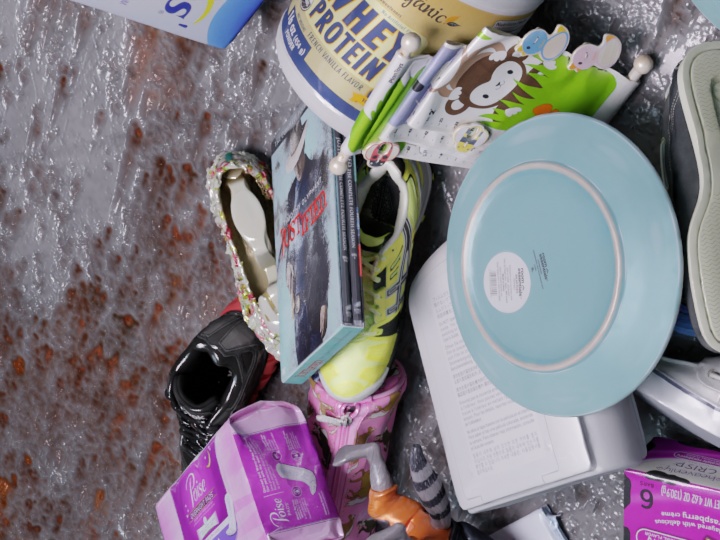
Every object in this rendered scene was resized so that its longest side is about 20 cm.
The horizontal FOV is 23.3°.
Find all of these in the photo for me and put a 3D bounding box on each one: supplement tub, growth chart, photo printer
[{"bbox_3d":[0.045,-0.196,1.200,0.145,0.144,0.200,47,127,13],"label":"supplement tub"},{"bbox_3d":[0.091,-0.112,1.187,0.145,0.198,0.018,117,147,-41],"label":"growth chart"},{"bbox_3d":[0.113,0.061,1.255,0.166,0.069,0.202,-29,72,51],"label":"photo printer"}]

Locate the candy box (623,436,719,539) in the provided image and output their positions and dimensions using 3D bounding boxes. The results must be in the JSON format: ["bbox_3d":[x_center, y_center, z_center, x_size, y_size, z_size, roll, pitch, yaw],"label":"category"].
[{"bbox_3d":[0.257,0.231,1.237,0.135,0.061,0.202,10,115,31],"label":"candy box"}]

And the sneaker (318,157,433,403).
[{"bbox_3d":[0.000,0.000,1.305,0.075,0.076,0.202,11,94,13],"label":"sneaker"}]

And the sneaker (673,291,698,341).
[{"bbox_3d":[0.280,0.004,1.154,0.198,0.075,0.079,-6,89,32],"label":"sneaker"}]

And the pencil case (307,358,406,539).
[{"bbox_3d":[-0.015,0.161,1.404,0.083,0.086,0.202,37,128,41],"label":"pencil case"}]

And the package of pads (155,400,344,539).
[{"bbox_3d":[-0.094,0.197,1.387,0.200,0.075,0.121,-50,56,52],"label":"package of pads"}]

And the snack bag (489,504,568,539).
[{"bbox_3d":[0.126,0.304,1.394,0.199,0.021,0.190,-33,84,39],"label":"snack bag"}]

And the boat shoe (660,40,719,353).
[{"bbox_3d":[0.231,-0.043,1.133,0.068,0.071,0.202,140,128,-71],"label":"boat shoe"}]

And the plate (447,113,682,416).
[{"bbox_3d":[0.125,-0.003,1.156,0.199,0.025,0.202,4,95,44],"label":"plate"}]

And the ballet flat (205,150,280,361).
[{"bbox_3d":[-0.074,-0.003,1.397,0.075,0.064,0.201,-26,89,0],"label":"ballet flat"}]

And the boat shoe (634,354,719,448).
[{"bbox_3d":[0.260,0.088,1.190,0.199,0.072,0.066,26,83,47],"label":"boat shoe"}]

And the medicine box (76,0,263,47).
[{"bbox_3d":[-0.140,-0.279,1.255,0.182,0.199,0.104,-45,44,38],"label":"medicine box"}]

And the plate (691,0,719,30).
[{"bbox_3d":[0.275,-0.228,1.095,0.199,0.026,0.202,14,115,32],"label":"plate"}]

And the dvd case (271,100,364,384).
[{"bbox_3d":[-0.034,-0.031,1.303,0.146,0.022,0.202,137,135,-62],"label":"dvd case"}]

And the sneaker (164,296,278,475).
[{"bbox_3d":[-0.127,0.117,1.467,0.071,0.098,0.202,31,123,21],"label":"sneaker"}]

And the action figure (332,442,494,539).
[{"bbox_3d":[0.074,0.226,1.298,0.105,0.193,0.200,-47,31,2],"label":"action figure"}]
